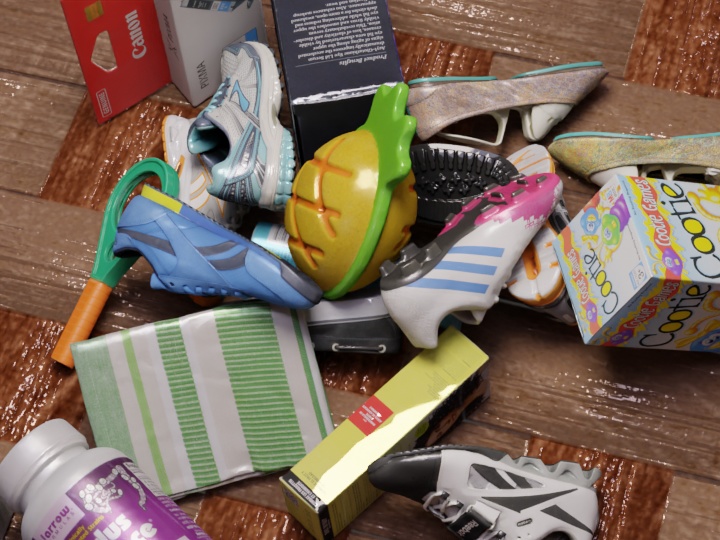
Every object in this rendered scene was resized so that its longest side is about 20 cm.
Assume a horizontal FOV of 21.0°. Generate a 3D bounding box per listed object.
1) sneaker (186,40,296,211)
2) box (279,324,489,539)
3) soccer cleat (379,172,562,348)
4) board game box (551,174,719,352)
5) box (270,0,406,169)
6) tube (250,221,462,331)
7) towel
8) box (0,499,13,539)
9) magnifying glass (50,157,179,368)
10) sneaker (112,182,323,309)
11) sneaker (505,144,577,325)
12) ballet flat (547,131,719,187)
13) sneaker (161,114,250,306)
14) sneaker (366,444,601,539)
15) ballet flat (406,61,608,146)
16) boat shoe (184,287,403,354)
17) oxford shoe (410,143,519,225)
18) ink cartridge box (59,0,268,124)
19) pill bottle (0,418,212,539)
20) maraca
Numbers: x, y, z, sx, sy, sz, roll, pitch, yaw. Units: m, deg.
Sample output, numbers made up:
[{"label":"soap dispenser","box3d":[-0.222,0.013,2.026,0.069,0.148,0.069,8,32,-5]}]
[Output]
[{"label":"sneaker","box3d":[-0.113,-0.137,1.738,0.086,0.078,0.200,1,44,-17]},{"label":"box","box3d":[0.023,0.138,1.629,0.200,0.075,0.050,-41,64,-16]},{"label":"soccer cleat","box3d":[0.100,-0.008,1.641,0.200,0.087,0.070,-34,20,-25]},{"label":"board game box","box3d":[0.279,-0.003,1.620,0.199,0.103,0.105,4,55,-30]},{"label":"box","box3d":[-0.022,-0.197,1.784,0.104,0.148,0.201,-10,61,-2]},{"label":"tube","box3d":[0.000,0.000,1.728,0.199,0.050,0.078,12,68,7]},{"label":"towel","box3d":[-0.130,0.111,1.645,0.199,0.023,0.153,-14,94,-2]},{"label":"box","box3d":[-0.407,0.212,1.549,0.171,0.199,0.201,16,62,13]},{"label":"magnifying glass","box3d":[-0.219,-0.007,1.725,0.079,0.022,0.201,20,80,48]},{"label":"sneaker","box3d":[-0.123,0.000,1.641,0.200,0.066,0.079,27,86,24]},{"label":"sneaker","box3d":[0.157,-0.030,1.718,0.078,0.077,0.201,-28,41,24]},{"label":"ballet flat","box3d":[0.269,-0.091,1.748,0.199,0.071,0.071,0,60,5]},{"label":"sneaker","box3d":[-0.127,-0.062,1.759,0.092,0.076,0.201,-7,61,-4]},{"label":"sneaker","box3d":[0.101,0.193,1.570,0.199,0.074,0.089,9,69,-13]},{"label":"ballet flat","box3d":[0.136,-0.149,1.791,0.199,0.068,0.068,-7,87,-12]},{"label":"boat shoe","box3d":[-0.059,0.054,1.691,0.199,0.069,0.057,-6,100,11]},{"label":"oxford shoe","box3d":[0.050,-0.076,1.737,0.199,0.084,0.073,-2,94,18]},{"label":"ink cartridge box","box3d":[-0.173,-0.220,1.778,0.176,0.200,0.045,-34,64,-14]},{"label":"pill bottle","box3d":[-0.202,0.215,1.570,0.200,0.112,0.112,41,71,18]},{"label":"maraca","box3d":[0.000,-0.065,1.636,0.107,0.200,0.137,11,39,-24]}]
